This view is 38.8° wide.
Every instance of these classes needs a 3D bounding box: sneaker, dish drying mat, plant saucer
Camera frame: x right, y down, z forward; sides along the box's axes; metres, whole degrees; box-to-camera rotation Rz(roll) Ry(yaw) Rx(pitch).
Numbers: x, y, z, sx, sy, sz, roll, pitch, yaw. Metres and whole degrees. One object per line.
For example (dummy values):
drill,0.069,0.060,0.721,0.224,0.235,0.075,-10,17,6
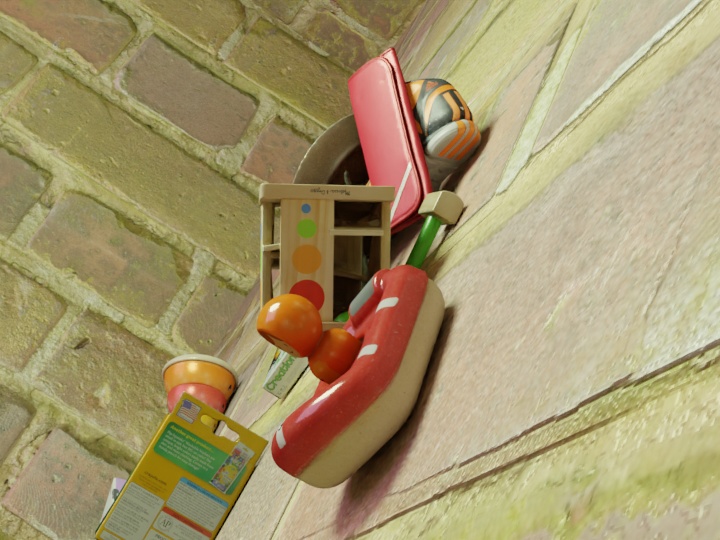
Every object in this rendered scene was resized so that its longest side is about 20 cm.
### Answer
sneaker,0.050,-0.137,1.162,0.200,0.077,0.112,-42,55,32
dish drying mat,0.030,-0.141,1.114,0.077,0.018,0.201,-31,62,39
plant saucer,-0.001,-0.088,1.219,0.034,0.200,0.201,27,83,39

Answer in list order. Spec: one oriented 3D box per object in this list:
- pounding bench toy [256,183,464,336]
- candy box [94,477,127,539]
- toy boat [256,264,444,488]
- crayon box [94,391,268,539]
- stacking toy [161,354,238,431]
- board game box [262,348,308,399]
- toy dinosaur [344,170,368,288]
pounding bench toy,0.000,0.000,0.994,0.124,0.199,0.157,180,91,-83
candy box,-0.322,0.401,1.349,0.168,0.071,0.201,-140,68,-74
toy boat,-0.023,0.067,0.802,0.131,0.131,0.200,-51,11,43
crayon box,-0.217,0.265,1.252,0.200,0.126,0.052,-59,8,-12
stacking toy,-0.308,0.270,1.900,0.146,0.146,0.200,-49,30,47
board game box,-0.057,0.063,1.360,0.200,0.035,0.126,-54,9,26
toy dinosaur,-0.010,-0.002,1.146,0.088,0.047,0.201,126,142,-72
